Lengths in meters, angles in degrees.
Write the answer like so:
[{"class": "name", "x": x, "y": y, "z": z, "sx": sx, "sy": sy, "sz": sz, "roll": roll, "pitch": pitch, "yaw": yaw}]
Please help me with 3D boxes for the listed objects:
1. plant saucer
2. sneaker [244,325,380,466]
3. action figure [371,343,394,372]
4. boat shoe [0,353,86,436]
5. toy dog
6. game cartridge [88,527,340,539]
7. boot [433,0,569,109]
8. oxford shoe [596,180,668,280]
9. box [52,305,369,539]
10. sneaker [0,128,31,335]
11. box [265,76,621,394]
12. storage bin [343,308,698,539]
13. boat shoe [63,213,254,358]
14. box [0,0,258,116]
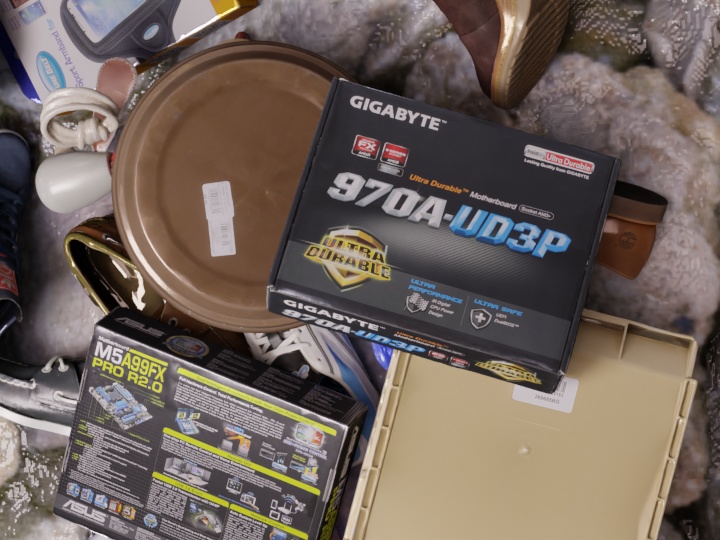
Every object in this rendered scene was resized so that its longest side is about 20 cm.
[{"class": "plant saucer", "x": -0.069, "y": -0.057, "z": 1.539, "sx": 0.200, "sy": 0.029, "sz": 0.200, "roll": 0, "pitch": 90, "yaw": -6}, {"class": "sneaker", "x": -0.049, "y": 0.052, "z": 1.631, "sx": 0.072, "sy": 0.072, "sz": 0.200, "roll": -35, "pitch": 86, "yaw": 17}, {"class": "action figure", "x": 0.000, "y": 0.000, "z": 1.618, "sx": 0.065, "sy": 0.099, "sz": 0.200, "roll": -37, "pitch": 107, "yaw": 17}, {"class": "boat shoe", "x": -0.208, "y": 0.094, "z": 1.698, "sx": 0.200, "sy": 0.076, "sz": 0.060, "roll": 21, "pitch": 105, "yaw": 3}, {"class": "toy dog", "x": -0.137, "y": -0.116, "z": 1.623, "sx": 0.200, "sy": 0.096, "sz": 0.132, "roll": -7, "pitch": 138, "yaw": -8}, {"class": "game cartridge", "x": -0.109, "y": 0.223, "z": 1.699, "sx": 0.200, "sy": 0.041, "sz": 0.133, "roll": -21, "pitch": 87, "yaw": 21}, {"class": "boot", "x": 0.057, "y": -0.212, "z": 1.528, "sx": 0.166, "sy": 0.072, "sz": 0.200, "roll": 33, "pitch": 151, "yaw": 23}, {"class": "oxford shoe", "x": 0.106, "y": -0.042, "z": 1.566, "sx": 0.200, "sy": 0.071, "sz": 0.071, "roll": 18, "pitch": 107, "yaw": 15}, {"class": "box", "x": -0.109, "y": 0.135, "z": 1.612, "sx": 0.200, "sy": 0.044, "sz": 0.160, "roll": 20, "pitch": 113, "yaw": 13}, {"class": "sneaker", "x": -0.274, "y": -0.006, "z": 1.671, "sx": 0.084, "sy": 0.075, "sz": 0.200, "roll": 10, "pitch": 81, "yaw": 47}, {"class": "box", "x": 0.054, "y": -0.023, "z": 1.480, "sx": 0.200, "sy": 0.046, "sz": 0.159, "roll": 17, "pitch": 69, "yaw": 2}, {"class": "storage bin", "x": 0.108, "y": 0.117, "z": 1.532, "sx": 0.200, "sy": 0.094, "sz": 0.199, "roll": 15, "pitch": 90, "yaw": 1}, {"class": "boat shoe", "x": -0.144, "y": 0.043, "z": 1.665, "sx": 0.200, "sy": 0.068, "sz": 0.072, "roll": 42, "pitch": 107, "yaw": 8}, {"class": "box", "x": -0.187, "y": -0.199, "z": 1.661, "sx": 0.200, "sy": 0.041, "sz": 0.119, "roll": -28, "pitch": 88, "yaw": 19}]
